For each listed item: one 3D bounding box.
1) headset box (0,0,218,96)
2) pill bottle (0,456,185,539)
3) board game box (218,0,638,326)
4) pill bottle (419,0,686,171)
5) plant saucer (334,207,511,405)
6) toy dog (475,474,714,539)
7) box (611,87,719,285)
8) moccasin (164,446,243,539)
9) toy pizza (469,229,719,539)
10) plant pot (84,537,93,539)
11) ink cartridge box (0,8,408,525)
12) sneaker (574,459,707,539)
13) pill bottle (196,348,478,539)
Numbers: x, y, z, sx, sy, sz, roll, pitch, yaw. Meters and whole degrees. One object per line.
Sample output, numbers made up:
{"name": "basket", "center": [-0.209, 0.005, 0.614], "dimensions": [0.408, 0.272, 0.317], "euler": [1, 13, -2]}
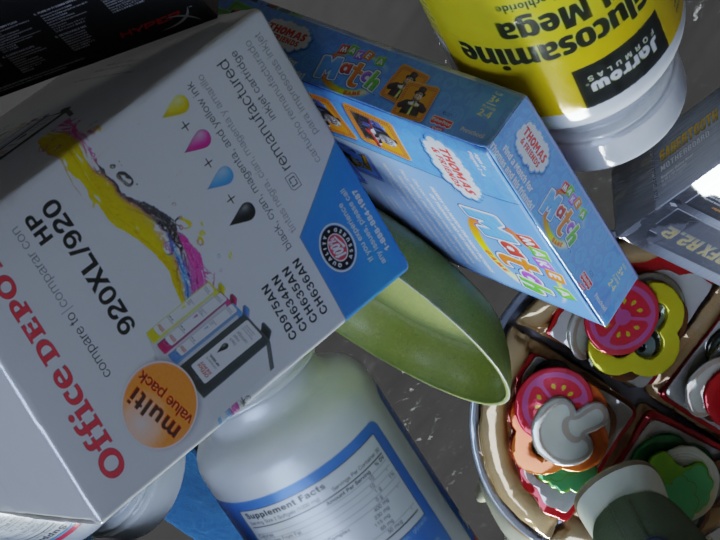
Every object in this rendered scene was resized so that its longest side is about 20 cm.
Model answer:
{"name": "headset box", "center": [-0.174, -0.173, 1.168], "dimensions": [0.149, 0.077, 0.200], "euler": [-18, 138, 24]}
{"name": "pill bottle", "center": [-0.191, 0.088, 1.402], "dimensions": [0.109, 0.109, 0.200], "euler": [-28, 150, 33]}
{"name": "board game box", "center": [0.022, -0.055, 1.259], "dimensions": [0.200, 0.037, 0.151], "euler": [25, 162, 38]}
{"name": "pill bottle", "center": [0.081, -0.136, 1.180], "dimensions": [0.112, 0.113, 0.200], "euler": [-12, 142, 17]}
{"name": "plant saucer", "center": [0.000, 0.000, 1.359], "dimensions": [0.200, 0.031, 0.200], "euler": [32, 167, 8]}
{"name": "toy dog", "center": [0.139, 0.164, 1.550], "dimensions": [0.194, 0.140, 0.200], "euler": [7, 136, 41]}
{"name": "box", "center": [0.255, -0.036, 1.362], "dimensions": [0.200, 0.048, 0.158], "euler": [24, 139, -27]}
{"name": "moccasin", "center": [-0.086, 0.116, 1.556], "dimensions": [0.080, 0.068, 0.200], "euler": [-18, 125, 41]}
{"name": "toy pizza", "center": [0.156, 0.071, 1.433], "dimensions": [0.200, 0.032, 0.200], "euler": [-6, 112, -16]}
{"name": "plant pot", "center": [-0.282, 0.136, 1.501], "dimensions": [0.200, 0.200, 0.188], "euler": [-15, 126, 21]}
{"name": "ink cartridge box", "center": [-0.116, -0.001, 1.204], "dimensions": [0.145, 0.200, 0.147], "euler": [-2, 122, 57]}
{"name": "sneaker", "center": [0.182, 0.186, 1.429], "dimensions": [0.067, 0.090, 0.200], "euler": [-33, 136, 8]}
{"name": "pill bottle", "center": [-0.022, 0.117, 1.482], "dimensions": [0.112, 0.112, 0.200], "euler": [-23, 110, 28]}
